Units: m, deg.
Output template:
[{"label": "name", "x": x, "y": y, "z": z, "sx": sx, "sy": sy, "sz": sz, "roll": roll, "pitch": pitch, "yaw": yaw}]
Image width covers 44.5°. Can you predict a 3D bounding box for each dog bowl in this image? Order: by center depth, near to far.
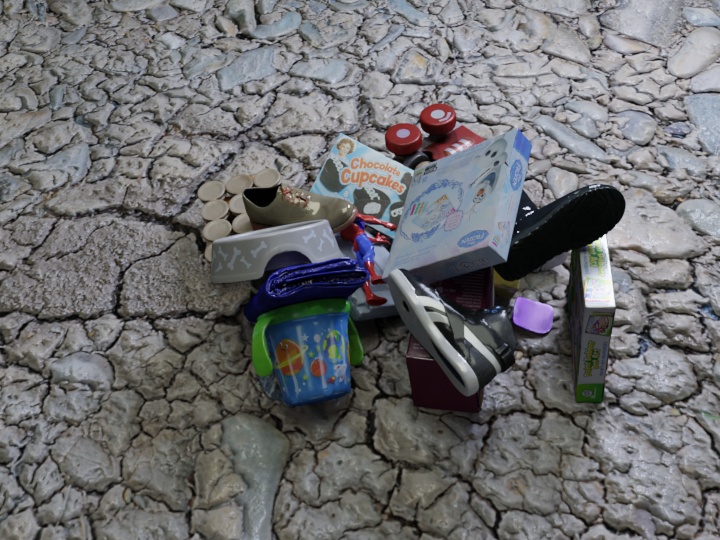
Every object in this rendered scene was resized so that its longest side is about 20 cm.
[{"label": "dog bowl", "x": -0.127, "y": -0.030, "z": 1.287, "sx": 0.196, "sy": 0.060, "sz": 0.200, "roll": -11, "pitch": 5, "yaw": 1}]

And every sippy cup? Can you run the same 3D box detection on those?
[{"label": "sippy cup", "x": -0.070, "y": 0.119, "z": 1.244, "sx": 0.175, "sy": 0.140, "sz": 0.133, "roll": -9, "pitch": 80, "yaw": -15}]

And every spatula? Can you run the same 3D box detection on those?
[{"label": "spatula", "x": 0.198, "y": 0.061, "z": 1.360, "sx": 0.196, "sy": 0.021, "sz": 0.057, "roll": 7, "pitch": 52, "yaw": 14}]

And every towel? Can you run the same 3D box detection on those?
[{"label": "towel", "x": -0.084, "y": 0.027, "z": 1.243, "sx": 0.145, "sy": 0.200, "sz": 0.050, "roll": -7, "pitch": 79, "yaw": -19}]

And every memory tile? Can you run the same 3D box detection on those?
[{"label": "memory tile", "x": -0.193, "y": -0.092, "z": 1.477, "sx": 0.150, "sy": 0.017, "sz": 0.202, "roll": -14, "pitch": 47, "yaw": -2}]

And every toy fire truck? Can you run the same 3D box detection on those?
[{"label": "toy fire truck", "x": 0.140, "y": -0.190, "z": 1.547, "sx": 0.198, "sy": 0.113, "sz": 0.167, "roll": -32, "pitch": 49, "yaw": -23}]

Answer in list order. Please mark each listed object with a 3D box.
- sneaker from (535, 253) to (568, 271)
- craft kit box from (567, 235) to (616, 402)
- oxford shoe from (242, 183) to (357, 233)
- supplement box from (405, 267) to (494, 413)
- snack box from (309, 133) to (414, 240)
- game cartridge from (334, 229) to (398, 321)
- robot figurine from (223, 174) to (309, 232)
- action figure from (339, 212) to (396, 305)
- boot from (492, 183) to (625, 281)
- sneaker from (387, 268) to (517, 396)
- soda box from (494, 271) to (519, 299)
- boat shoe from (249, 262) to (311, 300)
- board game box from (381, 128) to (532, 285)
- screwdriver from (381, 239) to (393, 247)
[{"label": "sneaker", "x": 0.242, "y": -0.065, "z": 1.440, "sx": 0.196, "sy": 0.078, "sz": 0.113, "roll": 6, "pitch": 47, "yaw": 12}, {"label": "craft kit box", "x": 0.322, "y": 0.045, "z": 1.239, "sx": 0.048, "sy": 0.200, "sz": 0.202, "roll": 2, "pitch": 45, "yaw": 7}, {"label": "oxford shoe", "x": -0.101, "y": -0.097, "z": 1.384, "sx": 0.197, "sy": 0.075, "sz": 0.071, "roll": 0, "pitch": 51, "yaw": 25}, {"label": "supplement box", "x": 0.133, "y": 0.080, "z": 1.260, "sx": 0.101, "sy": 0.132, "sz": 0.202, "roll": 4, "pitch": 51, "yaw": 12}, {"label": "snack box", "x": 0.026, "y": -0.133, "z": 1.478, "sx": 0.198, "sy": 0.037, "sz": 0.118, "roll": 28, "pitch": 87, "yaw": 11}, {"label": "game cartridge", "x": 0.000, "y": 0.000, "z": 1.396, "sx": 0.131, "sy": 0.041, "sz": 0.201, "roll": -8, "pitch": 45, "yaw": -33}, {"label": "robot figurine", "x": -0.155, "y": -0.097, "z": 1.528, "sx": 0.198, "sy": 0.059, "sz": 0.145, "roll": 25, "pitch": 54, "yaw": 28}, {"label": "action figure", "x": 0.027, "y": -0.035, "z": 1.373, "sx": 0.097, "sy": 0.066, "sz": 0.201, "roll": -2, "pitch": 42, "yaw": -22}, {"label": "boot", "x": 0.244, "y": -0.084, "z": 1.218, "sx": 0.198, "sy": 0.077, "sz": 0.169, "roll": -31, "pitch": 31, "yaw": 6}, {"label": "sneaker", "x": 0.128, "y": 0.061, "z": 1.153, "sx": 0.111, "sy": 0.074, "sz": 0.201, "roll": -27, "pitch": 61, "yaw": -16}, {"label": "soda box", "x": 0.151, "y": -0.017, "z": 1.372, "sx": 0.196, "sy": 0.064, "sz": 0.069, "roll": 14, "pitch": 76, "yaw": 4}, {"label": "boat shoe", "x": -0.111, "y": 0.012, "z": 1.414, "sx": 0.071, "sy": 0.069, "sz": 0.200, "roll": 16, "pitch": 33, "yaw": 25}, {"label": "board game box", "x": 0.134, "y": -0.081, "z": 1.228, "sx": 0.198, "sy": 0.043, "sz": 0.201, "roll": -17, "pitch": 44, "yaw": 45}, {"label": "screwdriver", "x": 0.101, "y": -0.085, "z": 1.516, "sx": 0.198, "sy": 0.028, "sz": 0.029, "roll": -32, "pitch": 20, "yaw": -19}]
